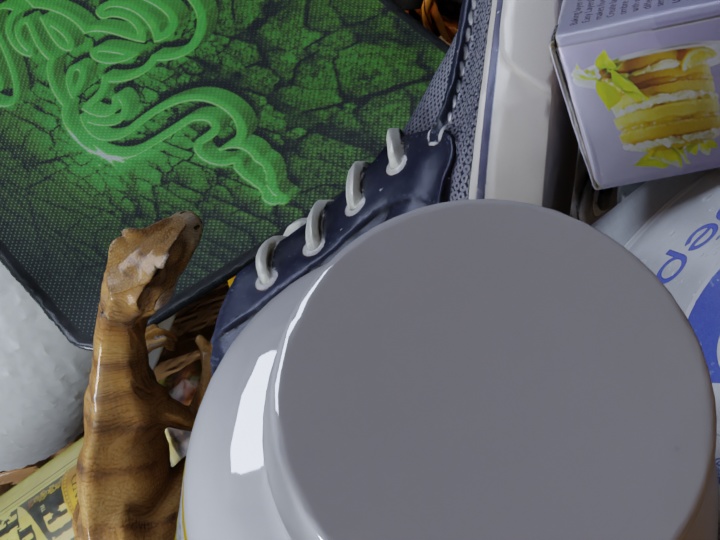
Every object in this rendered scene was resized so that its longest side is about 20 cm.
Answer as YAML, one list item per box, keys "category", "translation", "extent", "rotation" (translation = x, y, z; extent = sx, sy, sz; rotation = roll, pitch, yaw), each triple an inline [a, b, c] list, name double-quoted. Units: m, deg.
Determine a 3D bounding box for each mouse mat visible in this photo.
- category: "mouse mat"
  translation: [-0.068, -0.063, 0.863]
  extent: [0.161, 0.008, 0.200]
  rotation: [-33, 44, -14]

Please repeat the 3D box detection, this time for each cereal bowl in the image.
- category: "cereal bowl"
  translation: [-0.106, -0.013, 0.982]
  extent: [0.200, 0.083, 0.200]
  rotation: [-161, 90, -82]

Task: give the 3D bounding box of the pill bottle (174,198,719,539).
- category: "pill bottle"
  translation: [0.015, 0.060, 0.568]
  extent: [0.113, 0.112, 0.200]
  rotation: [-52, -7, -20]

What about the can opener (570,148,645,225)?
- category: "can opener"
  translation: [0.122, -0.084, 0.843]
  extent: [0.066, 0.053, 0.200]
  rotation: [16, 57, 24]

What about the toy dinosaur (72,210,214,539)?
- category: "toy dinosaur"
  translation: [-0.066, 0.082, 0.749]
  extent: [0.060, 0.201, 0.106]
  rotation: [-1, 5, 16]

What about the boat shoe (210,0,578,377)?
- category: "boat shoe"
  translation: [0.009, -0.011, 0.719]
  extent: [0.093, 0.075, 0.200]
  rotation: [5, 79, 12]

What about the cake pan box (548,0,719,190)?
- category: "cake pan box"
  translation: [0.154, -0.103, 0.710]
  extent: [0.184, 0.052, 0.200]
  rotation: [-9, 28, 15]

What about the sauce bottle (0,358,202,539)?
- category: "sauce bottle"
  translation: [-0.107, 0.106, 0.855]
  extent: [0.200, 0.066, 0.066]
  rotation: [-38, 24, 18]

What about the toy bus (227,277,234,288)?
- category: "toy bus"
  translation: [0.000, 0.000, 0.857]
  extent: [0.078, 0.065, 0.200]
  rotation: [-39, 23, 8]

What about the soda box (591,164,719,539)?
- category: "soda box"
  translation: [0.109, 0.037, 0.617]
  extent: [0.063, 0.068, 0.200]
  rotation: [-38, 23, 10]

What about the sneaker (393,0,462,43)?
- category: "sneaker"
  translation: [0.024, -0.118, 0.958]
  extent: [0.200, 0.078, 0.077]
  rotation: [-13, 43, 13]
